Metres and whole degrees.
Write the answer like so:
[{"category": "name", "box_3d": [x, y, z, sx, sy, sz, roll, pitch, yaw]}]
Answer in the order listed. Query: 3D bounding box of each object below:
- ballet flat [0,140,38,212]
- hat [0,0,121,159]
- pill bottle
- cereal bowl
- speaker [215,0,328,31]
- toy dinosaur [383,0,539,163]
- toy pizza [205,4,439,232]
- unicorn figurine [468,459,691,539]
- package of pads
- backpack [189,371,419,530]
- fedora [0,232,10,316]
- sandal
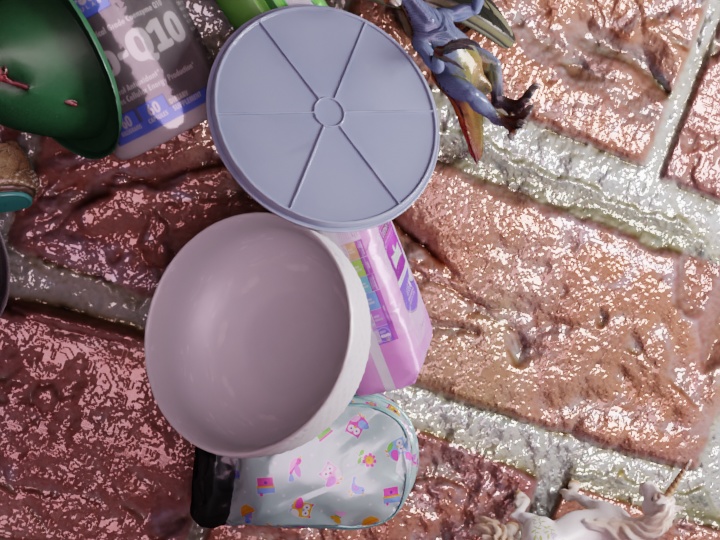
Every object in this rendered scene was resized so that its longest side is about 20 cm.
[{"category": "ballet flat", "box_3d": [-0.375, -0.075, 0.975, 0.199, 0.071, 0.065, -7, 72, -15]}, {"category": "hat", "box_3d": [-0.309, -0.139, 0.888, 0.176, 0.165, 0.200, -38, 108, -35]}, {"category": "pill bottle", "box_3d": [-0.201, -0.204, 0.963, 0.114, 0.114, 0.200, -30, 104, -8]}, {"category": "cereal bowl", "box_3d": [-0.075, 0.056, 0.952, 0.083, 0.200, 0.200, 21, 94, -59]}, {"category": "speaker", "box_3d": [-0.088, -0.248, 0.998, 0.088, 0.088, 0.200, -35, 105, -6]}, {"category": "toy dinosaur", "box_3d": [0.067, -0.181, 0.996, 0.181, 0.200, 0.105, 33, 46, -6]}, {"category": "toy pizza", "box_3d": [-0.030, -0.123, 0.946, 0.200, 0.032, 0.201, 6, 71, -19]}, {"category": "unicorn figurine", "box_3d": [0.216, 0.242, 1.116, 0.200, 0.137, 0.074, -29, 103, -8]}, {"category": "package of pads", "box_3d": [0.000, 0.000, 1.037, 0.076, 0.121, 0.200, -19, 103, 11]}, {"category": "backpack", "box_3d": [-0.049, 0.167, 1.045, 0.199, 0.127, 0.167, 5, 99, -9]}, {"category": "fedora", "box_3d": [-0.375, 0.014, 0.931, 0.176, 0.090, 0.200, -15, 127, -8]}, {"category": "sandal", "box_3d": [0.047, -0.241, 1.047, 0.201, 0.080, 0.057, 13, 127, -16]}]
